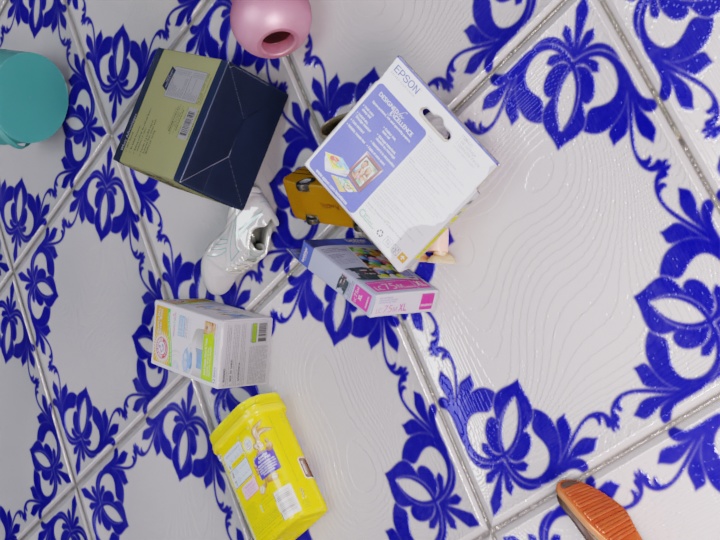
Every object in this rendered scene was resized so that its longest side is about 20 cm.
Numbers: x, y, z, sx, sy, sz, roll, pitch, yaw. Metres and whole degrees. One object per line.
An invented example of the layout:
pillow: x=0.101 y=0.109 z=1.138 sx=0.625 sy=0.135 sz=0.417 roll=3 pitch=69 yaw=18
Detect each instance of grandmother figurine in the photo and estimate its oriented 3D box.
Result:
grandmother figurine: x=0.091 y=-0.112 z=1.551 sx=0.120 sy=0.061 sz=0.202 roll=5 pitch=92 yaw=20

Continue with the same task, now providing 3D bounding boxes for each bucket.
bucket: x=-0.692 y=-0.342 z=2.299 sx=0.134 sy=0.206 sz=0.209 roll=8 pitch=97 yaw=42

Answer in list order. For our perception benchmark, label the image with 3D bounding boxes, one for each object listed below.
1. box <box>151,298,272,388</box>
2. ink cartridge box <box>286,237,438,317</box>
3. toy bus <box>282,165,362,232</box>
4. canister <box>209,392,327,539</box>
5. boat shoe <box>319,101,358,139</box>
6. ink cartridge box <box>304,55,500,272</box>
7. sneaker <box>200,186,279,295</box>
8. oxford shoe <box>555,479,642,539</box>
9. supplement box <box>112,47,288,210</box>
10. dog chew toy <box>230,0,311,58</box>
box: x=-0.245 y=0.115 z=1.890 sx=0.199 sy=0.101 sz=0.113 roll=14 pitch=101 yaw=47
ink cartridge box: x=0.000 y=0.000 z=1.604 sx=0.200 sy=0.119 sz=0.042 roll=34 pitch=117 yaw=42
toy bus: x=-0.029 y=-0.106 z=1.652 sx=0.199 sy=0.078 sz=0.065 roll=10 pitch=123 yaw=49
canister: x=-0.143 y=0.315 z=1.798 sx=0.149 sy=0.086 sz=0.201 roll=-46 pitch=60 yaw=38
boat shoe: x=0.011 y=-0.198 z=1.594 sx=0.200 sy=0.065 sz=0.073 roll=-7 pitch=54 yaw=59
ink cartridge box: x=0.056 y=-0.137 z=1.502 sx=0.200 sy=0.047 sz=0.198 roll=-45 pitch=78 yaw=21
sneaker: x=-0.195 y=-0.032 z=1.855 sx=0.080 sy=0.070 sz=0.201 roll=47 pitch=124 yaw=32
oxford shoe: x=0.289 y=0.327 z=1.337 sx=0.200 sy=0.071 sz=0.073 roll=49 pitch=130 yaw=35
supplement box: x=-0.253 y=-0.225 z=1.826 sx=0.199 sy=0.134 sz=0.201 roll=20 pitch=87 yaw=46
dog chew toy: x=-0.147 y=-0.421 z=1.757 sx=0.124 sy=0.124 sz=0.201 roll=-42 pitch=54 yaw=40
